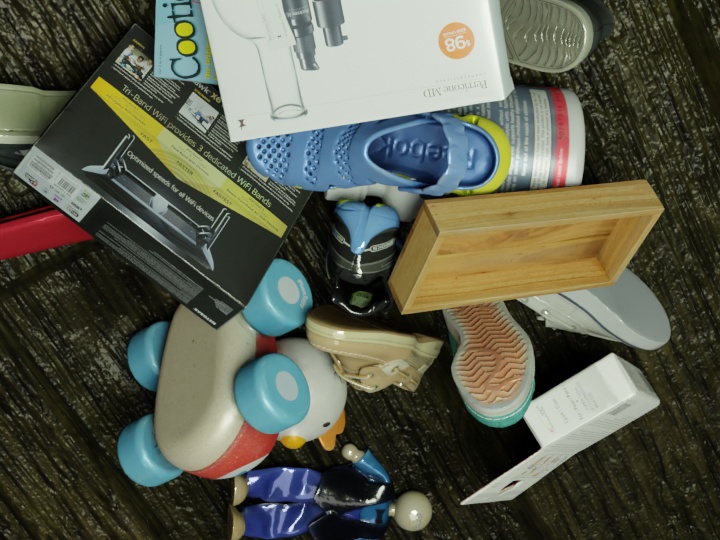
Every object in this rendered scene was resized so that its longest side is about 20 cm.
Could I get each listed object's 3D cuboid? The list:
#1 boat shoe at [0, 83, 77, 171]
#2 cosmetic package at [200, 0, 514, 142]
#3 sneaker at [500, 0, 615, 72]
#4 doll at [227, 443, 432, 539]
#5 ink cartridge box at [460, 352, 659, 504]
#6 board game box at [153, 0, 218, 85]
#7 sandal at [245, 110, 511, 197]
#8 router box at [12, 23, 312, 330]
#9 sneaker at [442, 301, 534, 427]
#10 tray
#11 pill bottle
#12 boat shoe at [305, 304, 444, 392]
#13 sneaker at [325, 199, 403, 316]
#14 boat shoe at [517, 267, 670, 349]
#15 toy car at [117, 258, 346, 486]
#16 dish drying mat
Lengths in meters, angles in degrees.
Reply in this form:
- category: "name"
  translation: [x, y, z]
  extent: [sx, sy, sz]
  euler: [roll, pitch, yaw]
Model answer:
- category: "boat shoe"
  translation: [-0.233, -0.103, 1.014]
  extent: [0.199, 0.075, 0.066]
  euler: [2, 149, -26]
- category: "cosmetic package"
  translation: [-0.007, -0.178, 0.837]
  extent: [0.200, 0.052, 0.151]
  euler: [-7, 107, 17]
- category: "sneaker"
  translation: [0.102, -0.213, 0.986]
  extent: [0.200, 0.106, 0.075]
  euler: [27, 115, 17]
- category: "doll"
  translation: [-0.028, 0.234, 1.201]
  extent: [0.200, 0.048, 0.137]
  euler: [2, 107, -12]
- category: "ink cartridge box"
  translation: [0.176, 0.144, 1.099]
  extent: [0.176, 0.200, 0.045]
  euler: [-34, 72, 11]
- category: "board game box"
  translation: [-0.043, -0.191, 0.925]
  extent: [0.200, 0.103, 0.105]
  euler: [9, 109, 13]
- category: "sandal"
  translation: [0.010, -0.093, 0.908]
  extent: [0.200, 0.087, 0.080]
  euler: [2, 97, 10]
- category: "router box"
  translation: [-0.147, -0.075, 0.971]
  extent: [0.200, 0.157, 0.052]
  euler: [39, 140, -14]
- category: "sneaker"
  translation: [0.116, 0.088, 1.054]
  extent: [0.071, 0.200, 0.080]
  euler: [-16, 114, 5]
- category: "tray"
  translation: [0.129, -0.020, 0.961]
  extent: [0.200, 0.037, 0.099]
  euler: [-7, 144, -25]
- category: "pill bottle"
  translation: [0.073, -0.097, 1.007]
  extent: [0.200, 0.120, 0.120]
  euler: [3, 116, -6]
- category: "boat shoe"
  translation: [0.012, 0.075, 1.054]
  extent: [0.071, 0.200, 0.065]
  euler: [23, 93, 31]
- category: "sneaker"
  translation: [0.000, 0.000, 1.024]
  extent: [0.071, 0.200, 0.083]
  euler: [13, 79, 7]
- category: "boat shoe"
  translation: [0.188, 0.022, 1.110]
  extent: [0.200, 0.071, 0.070]
  euler: [27, 139, -20]
- category: "toy car"
  translation: [-0.076, 0.114, 1.081]
  extent: [0.184, 0.177, 0.200]
  euler: [-28, 138, 35]
- category: "dish drying mat"
  translation: [-0.243, -0.042, 1.047]
  extent: [0.200, 0.077, 0.018]
  euler: [-15, 74, 3]
